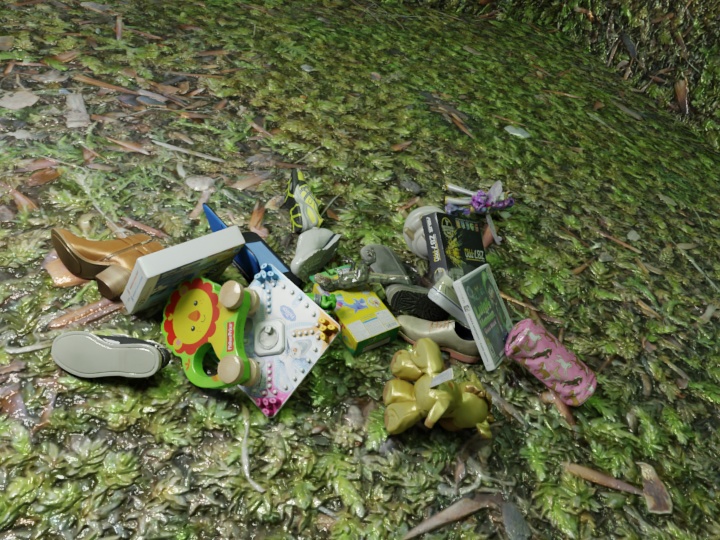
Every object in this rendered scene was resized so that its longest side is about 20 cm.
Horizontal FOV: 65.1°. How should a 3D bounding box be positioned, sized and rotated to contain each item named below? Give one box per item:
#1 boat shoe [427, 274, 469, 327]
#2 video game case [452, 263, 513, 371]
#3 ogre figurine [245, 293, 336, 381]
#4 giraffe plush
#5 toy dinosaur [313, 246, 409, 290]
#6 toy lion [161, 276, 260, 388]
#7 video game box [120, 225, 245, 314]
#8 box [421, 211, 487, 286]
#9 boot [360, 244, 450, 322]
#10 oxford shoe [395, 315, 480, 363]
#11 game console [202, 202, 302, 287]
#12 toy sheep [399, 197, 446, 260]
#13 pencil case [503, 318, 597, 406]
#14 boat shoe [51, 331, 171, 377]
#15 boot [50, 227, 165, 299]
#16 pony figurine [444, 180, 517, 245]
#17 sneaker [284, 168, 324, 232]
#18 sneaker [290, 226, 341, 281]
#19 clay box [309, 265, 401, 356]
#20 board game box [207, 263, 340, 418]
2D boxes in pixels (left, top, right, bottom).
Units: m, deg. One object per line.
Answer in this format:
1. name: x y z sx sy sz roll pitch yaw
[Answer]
1. boat shoe: 0.226 0.078 1.193 0.199 0.062 0.072 32 9 -35
2. video game case: 0.263 0.089 1.165 0.199 0.023 0.185 -20 87 -60
3. ogre figurine: -0.137 0.105 1.066 0.118 0.098 0.202 26 76 12
4. giraffe plush: 0.155 0.226 1.007 0.160 0.199 0.176 26 67 -26
5. toy dinosaur: 0.000 0.000 1.189 0.196 0.048 0.089 -6 51 -1
6. toy lion: -0.273 0.108 0.998 0.188 0.069 0.204 -11 71 22
7. video game box: -0.334 0.000 1.059 0.198 0.182 0.047 -25 84 -38
8. box: 0.221 -0.041 1.288 0.198 0.049 0.165 5 74 -51
9. boot: 0.101 0.024 1.270 0.179 0.073 0.200 22 17 -27
10. oxford shoe: 0.166 0.124 1.175 0.196 0.075 0.071 17 40 -1
11. game console: -0.223 -0.052 1.181 0.169 0.120 0.200 -14 49 -47
12. toy sheep: 0.164 -0.093 1.374 0.135 0.140 0.202 11 36 -6
13. pencil case: 0.381 0.186 1.132 0.199 0.087 0.083 38 45 -4
14. boat shoe: -0.422 0.141 0.960 0.196 0.076 0.060 2 -2 7
15. boot: -0.500 -0.041 1.132 0.199 0.074 0.155 39 45 6
16. pony figurine: 0.330 -0.181 1.536 0.196 0.169 0.194 5 31 10
17. sneaker: -0.141 -0.171 1.409 0.075 0.076 0.203 5 52 -25
18. sneaker: -0.115 -0.042 1.261 0.080 0.077 0.200 29 28 9
19. clay box: -0.019 0.077 1.184 0.113 0.048 0.200 -16 49 -32
20. board game box: -0.165 0.118 1.002 0.199 0.026 0.201 38 88 23
